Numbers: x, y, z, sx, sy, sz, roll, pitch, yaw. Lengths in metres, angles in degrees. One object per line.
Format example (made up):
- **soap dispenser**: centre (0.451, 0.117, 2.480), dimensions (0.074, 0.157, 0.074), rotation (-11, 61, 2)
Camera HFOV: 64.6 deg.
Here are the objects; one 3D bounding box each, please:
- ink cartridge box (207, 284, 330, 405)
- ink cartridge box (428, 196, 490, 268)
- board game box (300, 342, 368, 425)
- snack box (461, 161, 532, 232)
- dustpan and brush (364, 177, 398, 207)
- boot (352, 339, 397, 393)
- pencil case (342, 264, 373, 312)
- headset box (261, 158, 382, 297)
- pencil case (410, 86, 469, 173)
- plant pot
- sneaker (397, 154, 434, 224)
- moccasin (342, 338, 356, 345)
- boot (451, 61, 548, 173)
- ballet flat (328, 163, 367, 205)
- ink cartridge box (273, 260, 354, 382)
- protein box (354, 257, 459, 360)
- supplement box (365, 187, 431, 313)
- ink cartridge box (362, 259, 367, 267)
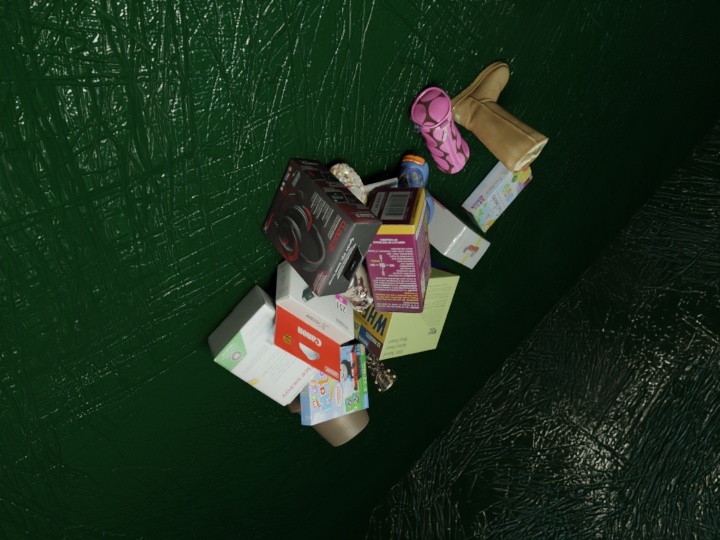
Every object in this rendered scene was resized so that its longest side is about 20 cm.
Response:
- **ink cartridge box**: centre (-0.177, 0.151, 1.120), dimensions (0.146, 0.088, 0.200), rotation (-46, 123, 1)
- **ink cartridge box**: centre (0.208, -0.093, 1.351), dimensions (0.084, 0.145, 0.199), rotation (-52, 152, 11)
- **board game box**: centre (-0.058, 0.251, 1.288), dimensions (0.198, 0.036, 0.156), rotation (-1, 87, -50)
- **snack box**: centre (0.366, -0.211, 1.511), dimensions (0.201, 0.053, 0.142), rotation (-49, 151, 6)
- **dustpan and brush**: centre (0.001, -0.102, 1.159), dimensions (0.137, 0.057, 0.203), rotation (-16, 134, -22)
- **boot**: centre (0.031, 0.242, 1.486), dimensions (0.073, 0.151, 0.200), rotation (-38, 173, -9)
- **pencil case**: centre (-0.044, 0.003, 1.122), dimensions (0.199, 0.078, 0.090), rotation (40, 88, -35)
- **headset box**: centre (-0.063, -0.067, 0.951), dimensions (0.074, 0.200, 0.150), rotation (-7, 136, -49)
- **pencil case**: centre (0.161, -0.264, 1.117), dimensions (0.091, 0.094, 0.200), rotation (-46, 153, 5)
- **plant pot**: centre (-0.070, 0.331, 1.414), dimensions (0.198, 0.177, 0.200), rotation (-33, 180, 0)
- **sneaker**: centre (0.105, -0.148, 1.196), dimensions (0.079, 0.074, 0.202), rotation (-59, 150, -27)
- **moccasin**: centre (-0.087, 0.183, 1.381), dimensions (0.199, 0.073, 0.079), rotation (-32, 129, -25)
- **boot**: centre (0.291, -0.304, 1.128), dimensions (0.175, 0.200, 0.066), rotation (-42, 152, -5)
- **ballet flat**: centre (-0.010, -0.106, 1.056), dimensions (0.074, 0.064, 0.202), rotation (-26, 135, -6)
- **ink cartridge box**: centre (-0.086, 0.097, 1.106), dimensions (0.043, 0.177, 0.199), rotation (-26, 137, 27)
- **protein box**: centre (0.101, 0.079, 1.367), dimensions (0.195, 0.134, 0.204), rotation (-4, 119, -39)
- **supplement box**: centre (0.073, -0.038, 1.084), dimensions (0.132, 0.101, 0.204), rotation (-70, 156, -50)
- **ink cartridge box**: centre (0.000, 0.000, 1.243), dimensions (0.202, 0.044, 0.094), rotation (-58, -172, 20)
